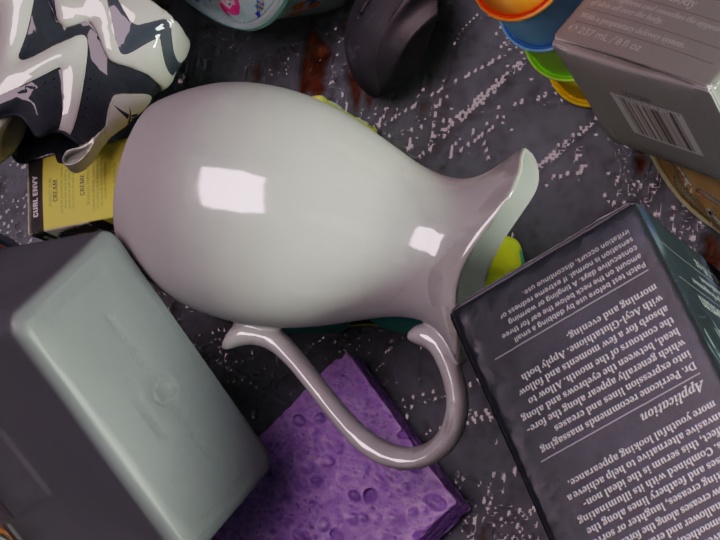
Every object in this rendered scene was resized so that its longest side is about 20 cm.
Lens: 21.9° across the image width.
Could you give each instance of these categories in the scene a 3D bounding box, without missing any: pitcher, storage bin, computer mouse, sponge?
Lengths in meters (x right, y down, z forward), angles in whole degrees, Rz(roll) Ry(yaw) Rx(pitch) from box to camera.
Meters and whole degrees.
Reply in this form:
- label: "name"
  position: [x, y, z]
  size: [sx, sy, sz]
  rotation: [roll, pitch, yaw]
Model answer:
- label: "pitcher"
  position: [-0.026, -0.001, 0.946]
  size: [0.199, 0.121, 0.173]
  rotation: [14, 91, 14]
- label: "storage bin"
  position: [-0.152, 0.077, 0.967]
  size: [0.134, 0.201, 0.146]
  rotation: [-15, 25, 48]
- label: "computer mouse"
  position: [0.030, -0.188, 1.027]
  size: [0.059, 0.034, 0.201]
  rotation: [52, 131, 52]
- label: "sponge"
  position: [-0.042, 0.154, 1.024]
  size: [0.200, 0.030, 0.112]
  rotation: [-45, 61, 10]

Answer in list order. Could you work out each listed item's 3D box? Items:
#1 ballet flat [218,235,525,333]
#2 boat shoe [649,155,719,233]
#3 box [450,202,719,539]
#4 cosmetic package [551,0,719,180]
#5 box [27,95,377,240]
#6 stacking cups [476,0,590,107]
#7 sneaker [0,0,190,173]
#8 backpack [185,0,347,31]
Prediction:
- label: "ballet flat"
  position: [0.000, 0.000, 1.032]
  size: [0.199, 0.067, 0.067]
  rotation: [4, 57, 25]
- label: "boat shoe"
  position: [0.201, -0.041, 0.923]
  size: [0.072, 0.076, 0.200]
  rotation: [-45, 61, 10]
- label: "box"
  position: [0.149, 0.092, 0.874]
  size: [0.107, 0.148, 0.201]
  rotation: [-31, 65, 17]
- label: "cosmetic package"
  position: [0.201, -0.145, 0.903]
  size: [0.107, 0.090, 0.200]
  rotation: [23, 71, 45]
- label: "box"
  position: [-0.092, -0.052, 1.080]
  size: [0.199, 0.075, 0.051]
  rotation: [-10, 74, 23]
- label: "stacking cups"
  position: [0.091, -0.140, 0.934]
  size: [0.060, 0.200, 0.061]
  rotation: [-6, 74, 23]
- label: "sneaker"
  position: [-0.209, -0.127, 1.071]
  size: [0.198, 0.080, 0.130]
  rotation: [31, 81, 11]
- label: "backpack"
  position: [-0.080, -0.237, 1.072]
  size: [0.200, 0.150, 0.178]
  rotation: [37, 126, 24]
